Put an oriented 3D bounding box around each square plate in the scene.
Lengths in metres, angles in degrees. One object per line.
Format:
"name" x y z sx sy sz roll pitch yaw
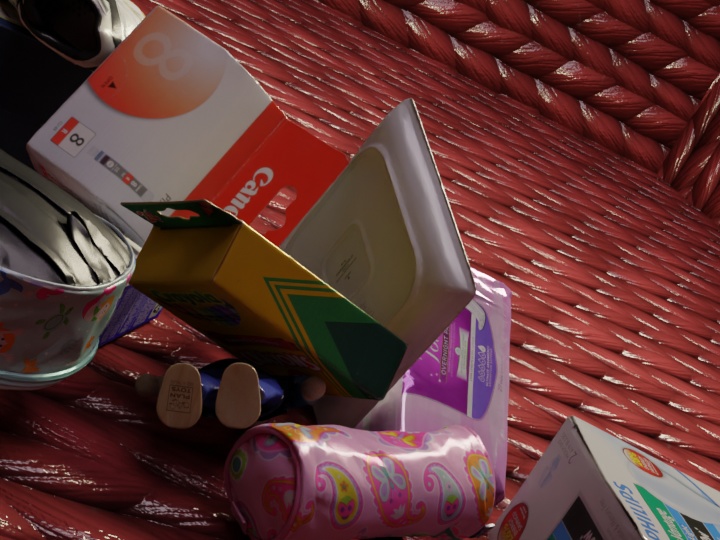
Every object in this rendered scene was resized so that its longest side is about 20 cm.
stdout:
"square plate" 0.000 0.000 1.416 0.028 0.200 0.199 14 43 -33

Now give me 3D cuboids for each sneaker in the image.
"sneaker" -0.254 -0.232 1.502 0.199 0.076 0.087 37 15 17

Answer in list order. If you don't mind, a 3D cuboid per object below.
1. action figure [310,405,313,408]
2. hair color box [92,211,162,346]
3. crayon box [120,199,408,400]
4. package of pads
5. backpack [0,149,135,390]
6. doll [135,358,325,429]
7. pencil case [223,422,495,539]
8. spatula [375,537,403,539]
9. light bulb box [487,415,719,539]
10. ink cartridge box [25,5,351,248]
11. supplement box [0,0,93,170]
"action figure" 0.020 0.114 1.516 0.198 0.052 0.065 21 9 -28
"hair color box" -0.215 0.000 1.383 0.109 0.065 0.200 32 12 6
"crayon box" -0.078 0.022 1.314 0.199 0.051 0.126 37 -20 -29
"package of pads" 0.055 0.086 1.458 0.120 0.075 0.202 27 51 -29
"backpack" -0.246 -0.005 1.144 0.198 0.152 0.178 25 16 5
"doll" -0.093 0.086 1.299 0.135 0.049 0.200 0 -4 7
"pencil case" 0.004 0.147 1.256 0.199 0.088 0.087 6 27 -44
"spatula" 0.045 0.218 1.266 0.056 0.021 0.200 17 16 -30
"light bulb box" 0.226 0.237 1.379 0.199 0.125 0.199 28 15 -19
"ink cartridge box" -0.132 -0.091 1.418 0.199 0.163 0.050 33 -21 20
"supplement box" -0.332 -0.179 1.590 0.199 0.135 0.200 21 18 -40
